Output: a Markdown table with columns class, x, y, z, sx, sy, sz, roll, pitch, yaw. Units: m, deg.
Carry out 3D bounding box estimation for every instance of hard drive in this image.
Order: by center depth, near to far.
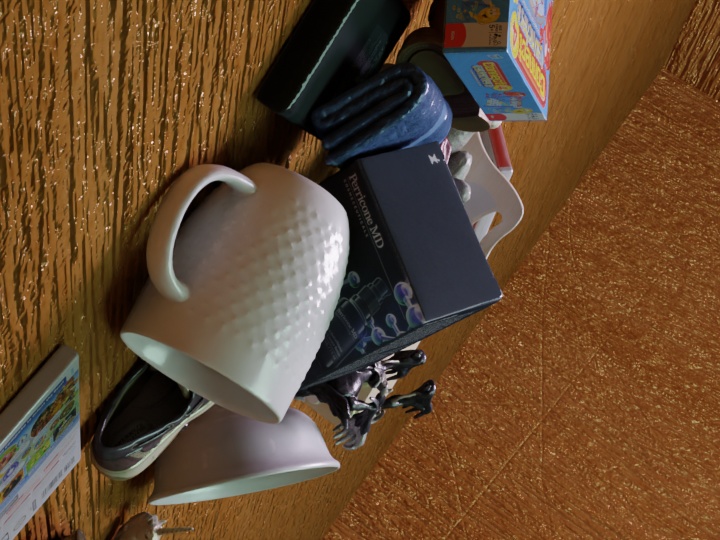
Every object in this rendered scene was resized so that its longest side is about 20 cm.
| class | x | y | z | sx | sy | sz | roll | pitch | yaw |
| --- | --- | --- | --- | --- | --- | --- | --- | --- | --- |
| hard drive | -0.018 | -0.182 | 1.454 | 0.140 | 0.033 | 0.200 | -57 | 171 | 3 |

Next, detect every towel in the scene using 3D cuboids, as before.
| class | x | y | z | sx | sy | sz | roll | pitch | yaw |
| --- | --- | --- | --- | --- | --- | --- | --- | --- | --- |
| towel | 0.024 | -0.122 | 1.498 | 0.111 | 0.049 | 0.200 | -30 | 170 | 6 |

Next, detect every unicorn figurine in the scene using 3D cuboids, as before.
| class | x | y | z | sx | sy | sz | roll | pitch | yaw |
| --- | --- | --- | --- | --- | --- | --- | --- | --- | --- |
| unicorn figurine | -0.254 | 0.325 | 1.830 | 0.138 | 0.073 | 0.200 | -64 | -173 | -18 |

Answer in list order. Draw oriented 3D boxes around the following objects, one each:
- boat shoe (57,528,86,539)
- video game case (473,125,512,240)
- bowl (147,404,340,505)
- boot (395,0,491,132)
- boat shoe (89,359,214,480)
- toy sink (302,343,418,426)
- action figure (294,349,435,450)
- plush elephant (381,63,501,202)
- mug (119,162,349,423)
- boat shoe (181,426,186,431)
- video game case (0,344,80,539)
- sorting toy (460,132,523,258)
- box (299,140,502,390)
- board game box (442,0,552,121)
| class | x | y | z | sx | sy | sz | roll | pitch | yaw |
| --- | --- | --- | --- | --- | --- | --- | --- | --- | --- |
| boat shoe | -0.276 | 0.281 | 1.593 | 0.067 | 0.072 | 0.200 | -21 | 171 | -10 |
| video game case | 0.122 | -0.149 | 1.902 | 0.143 | 0.017 | 0.201 | 108 | -25 | -56 |
| bowl | -0.126 | 0.179 | 1.779 | 0.199 | 0.091 | 0.201 | -10 | 169 | -2 |
| boot | 0.082 | -0.230 | 1.597 | 0.200 | 0.073 | 0.156 | 42 | 51 | -69 |
| boat shoe | -0.163 | 0.097 | 1.523 | 0.200 | 0.072 | 0.065 | -47 | 173 | -18 |
| toy sink | -0.027 | 0.097 | 2.004 | 0.112 | 0.130 | 0.200 | -60 | 171 | 19 |
| action figure | -0.013 | 0.124 | 1.794 | 0.199 | 0.119 | 0.102 | 5 | 140 | -47 |
| plush elephant | 0.048 | -0.077 | 1.689 | 0.164 | 0.155 | 0.200 | 20 | 123 | -42 |
| mug | -0.100 | -0.002 | 1.370 | 0.200 | 0.147 | 0.176 | 46 | 66 | -49 |
| boat shoe | -0.126 | 0.075 | 1.644 | 0.201 | 0.067 | 0.072 | -57 | 172 | 8 |
| video game case | -0.268 | 0.155 | 1.345 | 0.143 | 0.018 | 0.200 | -51 | 169 | -28 |
| sorting toy | 0.082 | -0.072 | 1.821 | 0.107 | 0.180 | 0.201 | -30 | 154 | -49 |
| box | 0.000 | 0.000 | 1.507 | 0.107 | 0.149 | 0.200 | -15 | 170 | -45 |
| board game box | 0.125 | -0.252 | 1.509 | 0.200 | 0.055 | 0.198 | 36 | 57 | -71 |
